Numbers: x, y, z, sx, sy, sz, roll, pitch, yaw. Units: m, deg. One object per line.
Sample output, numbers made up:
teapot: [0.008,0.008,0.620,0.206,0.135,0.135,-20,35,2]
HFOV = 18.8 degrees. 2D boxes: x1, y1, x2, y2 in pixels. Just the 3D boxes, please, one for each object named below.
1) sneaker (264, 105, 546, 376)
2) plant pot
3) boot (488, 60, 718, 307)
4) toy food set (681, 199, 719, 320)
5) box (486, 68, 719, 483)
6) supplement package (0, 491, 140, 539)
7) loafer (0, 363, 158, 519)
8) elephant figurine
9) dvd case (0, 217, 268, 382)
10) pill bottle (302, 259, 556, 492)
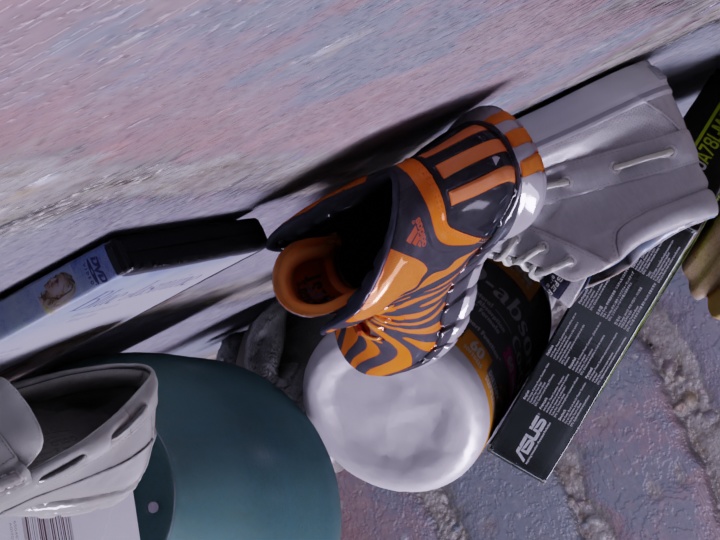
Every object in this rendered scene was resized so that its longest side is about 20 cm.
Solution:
sneaker: [0.000,0.000,1.006,0.112,0.078,0.200,-24,158,-30]
plant pot: [-0.129,0.136,1.219,0.201,0.201,0.161,-26,163,11]
boot: [0.080,-0.022,1.104,0.200,0.096,0.074,-26,175,8]
toy food set: [0.256,-0.066,1.319,0.198,0.049,0.200,-62,177,9]
box: [0.160,0.001,1.284,0.193,0.048,0.200,-47,166,-54]
supplement package: [-0.224,0.181,1.054,0.200,0.151,0.152,-4,-174,28]
loafer: [-0.167,0.077,0.936,0.200,0.070,0.070,-13,132,-51]
elephant figurine: [-0.040,0.092,1.458,0.141,0.155,0.200,-4,-172,9]
dvd case: [-0.149,0.030,0.947,0.200,0.018,0.143,-28,174,21]
pill bottle: [0.051,0.041,1.341,0.116,0.116,0.200,-28,-168,32]
